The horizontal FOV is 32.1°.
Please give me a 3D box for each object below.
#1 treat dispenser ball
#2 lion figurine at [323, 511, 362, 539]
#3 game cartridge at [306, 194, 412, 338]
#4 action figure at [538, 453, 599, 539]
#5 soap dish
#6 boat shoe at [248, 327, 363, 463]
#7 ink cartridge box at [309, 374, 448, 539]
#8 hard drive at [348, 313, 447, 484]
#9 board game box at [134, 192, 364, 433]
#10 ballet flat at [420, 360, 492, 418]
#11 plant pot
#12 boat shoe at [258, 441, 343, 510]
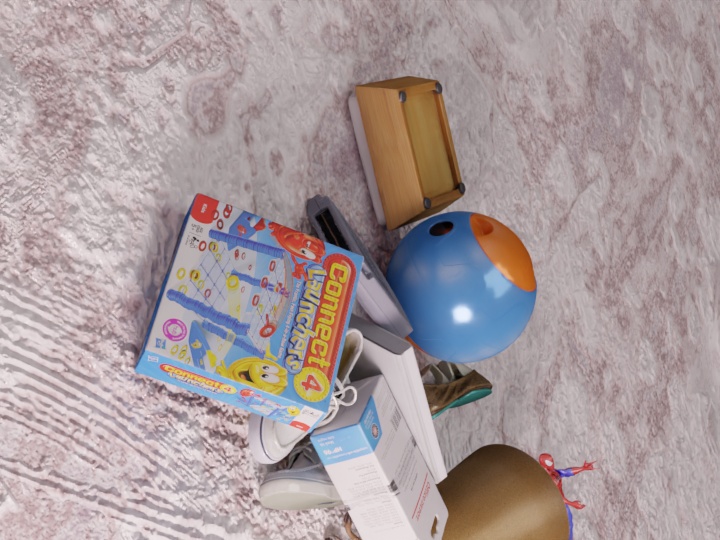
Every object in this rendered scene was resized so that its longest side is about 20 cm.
[{"bbox_3d":[0.132,0.022,1.656,0.201,0.201,0.201,22,63,-53],"label":"treat dispenser ball"},{"bbox_3d":[0.017,0.393,1.492,0.122,0.072,0.200,30,52,-59],"label":"lion figurine"},{"bbox_3d":[0.000,0.000,1.519,0.133,0.041,0.200,49,7,-33],"label":"game cartridge"},{"bbox_3d":[0.338,0.375,1.971,0.065,0.099,0.200,-37,110,-56],"label":"action figure"},{"bbox_3d":[0.068,-0.167,1.721,0.157,0.081,0.200,-23,101,-57],"label":"soap dish"},{"bbox_3d":[-0.047,0.133,1.379,0.202,0.086,0.075,-54,128,-46],"label":"boat shoe"},{"bbox_3d":[0.025,0.237,1.438,0.200,0.068,0.116,64,23,-17],"label":"ink cartridge box"},{"bbox_3d":[0.035,0.151,1.500,0.026,0.132,0.200,-34,126,-25],"label":"hard drive"},{"bbox_3d":[-0.112,0.043,1.311,0.195,0.056,0.200,20,57,-12],"label":"board game box"},{"bbox_3d":[0.117,0.160,1.732,0.200,0.068,0.072,-13,73,-54],"label":"ballet flat"},{"bbox_3d":[0.135,0.345,1.614,0.200,0.186,0.187,-18,97,-42],"label":"plant pot"},{"bbox_3d":[-0.055,0.233,1.438,0.201,0.070,0.072,17,57,-59],"label":"boat shoe"}]
